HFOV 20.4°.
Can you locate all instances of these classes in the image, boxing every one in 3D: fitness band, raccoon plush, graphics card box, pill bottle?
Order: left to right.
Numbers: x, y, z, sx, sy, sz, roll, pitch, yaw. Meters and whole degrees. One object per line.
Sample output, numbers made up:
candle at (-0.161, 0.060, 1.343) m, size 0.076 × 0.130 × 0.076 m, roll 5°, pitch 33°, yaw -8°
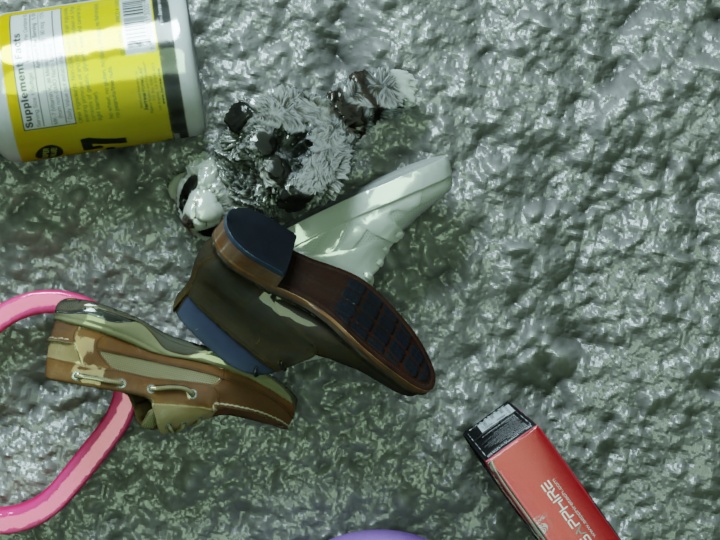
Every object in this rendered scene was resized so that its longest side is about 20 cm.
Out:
fitness band at (-0.257, 0.107, 1.531) m, size 0.144 × 0.037 × 0.200 m, roll 38°, pitch 89°, yaw -3°
pill bottle at (-0.221, -0.142, 1.492) m, size 0.200 × 0.114 × 0.115 m, roll -9°, pitch 91°, yaw -2°
raccoon plush at (-0.052, -0.077, 1.535) m, size 0.200 × 0.134 × 0.097 m, roll -14°, pitch 78°, yaw -36°
graphics card box at (0.136, 0.166, 1.472) m, size 0.051 × 0.200 × 0.126 m, roll -36°, pitch 91°, yaw -2°

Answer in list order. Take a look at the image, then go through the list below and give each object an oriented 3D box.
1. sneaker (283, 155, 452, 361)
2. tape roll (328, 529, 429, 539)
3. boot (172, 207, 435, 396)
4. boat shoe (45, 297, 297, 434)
sneaker at (0.000, 0.000, 1.531) m, size 0.200 × 0.074 × 0.116 m, roll -28°, pitch 95°, yaw 6°
tape roll at (0.016, 0.303, 1.535) m, size 0.200 × 0.066 × 0.200 m, roll 0°, pitch 90°, yaw -4°
boot at (-0.043, 0.045, 1.482) m, size 0.200 × 0.075 × 0.097 m, roll 39°, pitch 123°, yaw -8°
boat shoe at (-0.147, 0.086, 1.500) m, size 0.200 × 0.076 × 0.074 m, roll 23°, pitch 79°, yaw -20°
